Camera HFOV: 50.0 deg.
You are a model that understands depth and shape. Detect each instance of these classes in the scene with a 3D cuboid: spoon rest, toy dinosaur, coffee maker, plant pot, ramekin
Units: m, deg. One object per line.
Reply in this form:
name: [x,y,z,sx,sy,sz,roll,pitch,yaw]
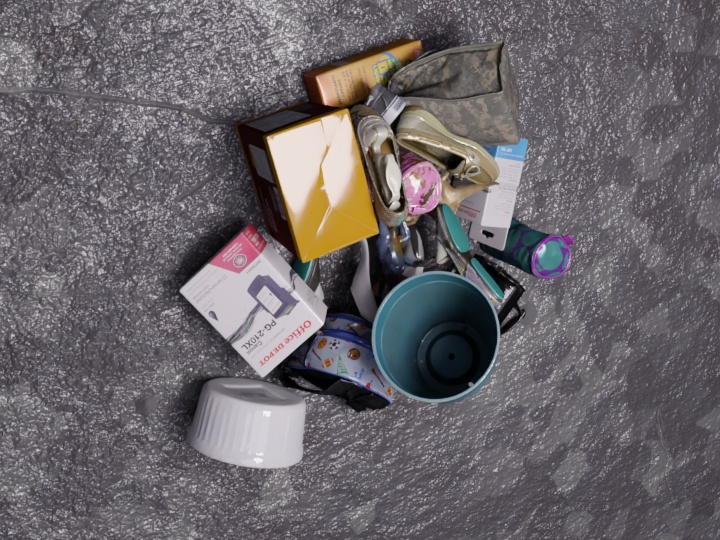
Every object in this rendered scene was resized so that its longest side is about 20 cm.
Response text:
spoon rest: [0.000,0.000,1.332,0.060,0.099,0.202,-24,85,-1]
toy dinosaur: [0.064,-0.021,1.354,0.104,0.199,0.184,-8,117,-40]
toy dinosaur: [0.151,-0.137,1.371,0.198,0.102,0.058,-22,153,18]
coffee maker: [0.195,0.078,1.419,0.201,0.134,0.192,-56,145,1]
plant pot: [0.135,0.124,1.255,0.201,0.200,0.188,-49,158,-3]
ramekin: [-0.186,0.250,1.301,0.198,0.200,0.099,10,93,-24]

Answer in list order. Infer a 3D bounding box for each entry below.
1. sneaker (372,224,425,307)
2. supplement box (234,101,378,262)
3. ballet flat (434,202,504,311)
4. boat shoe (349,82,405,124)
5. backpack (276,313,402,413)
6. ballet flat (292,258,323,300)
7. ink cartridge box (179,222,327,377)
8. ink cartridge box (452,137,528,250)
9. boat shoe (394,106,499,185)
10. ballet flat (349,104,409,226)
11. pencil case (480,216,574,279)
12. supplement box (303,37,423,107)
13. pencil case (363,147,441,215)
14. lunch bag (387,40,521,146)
sneaker: [0.064,0.013,1.403,0.078,0.074,0.203,11,101,-19]
supplement box: [-0.088,-0.147,1.220,0.131,0.200,0.200,-22,112,-16]
ballet flat: [0.165,-0.016,1.308,0.071,0.072,0.202,-27,77,-13]
boat shoe: [-0.006,-0.225,1.267,0.068,0.199,0.074,38,49,-6]
backpack: [-0.015,0.164,1.347,0.198,0.190,0.156,25,81,-26]
ballet flat: [-0.110,0.055,1.350,0.068,0.068,0.201,21,107,-36]
ink cartridge box: [-0.170,0.049,1.264,0.144,0.084,0.200,-40,101,10]
ink cartridge box: [0.223,-0.148,1.394,0.066,0.116,0.203,4,103,-29]
boat shoe: [0.141,-0.188,1.258,0.199,0.073,0.064,32,62,-25]
ballet flat: [0.034,-0.167,1.157,0.067,0.075,0.203,-14,81,-12]
pencil case: [0.298,-0.048,1.408,0.092,0.200,0.085,-39,116,-6]
supplement box: [0.010,-0.326,1.285,0.198,0.069,0.067,-25,114,-18]
pencil case: [0.061,-0.154,1.280,0.082,0.200,0.087,-35,116,-9]
lunch bag: [0.155,-0.281,1.275,0.164,0.197,0.119,45,47,-60]
